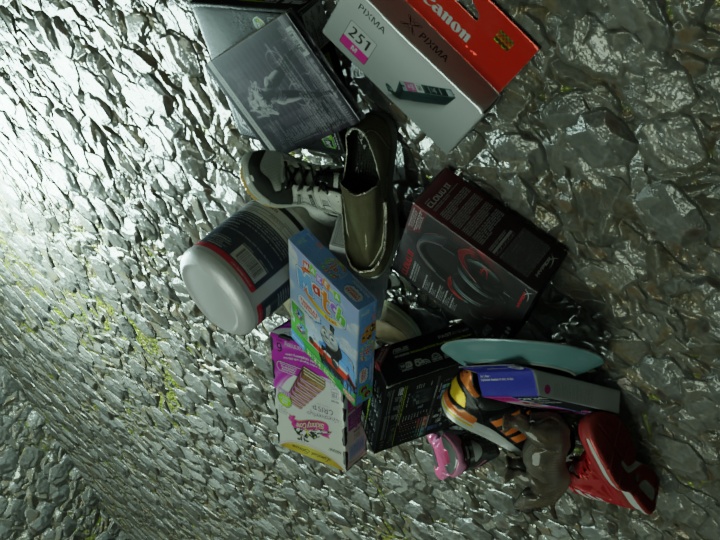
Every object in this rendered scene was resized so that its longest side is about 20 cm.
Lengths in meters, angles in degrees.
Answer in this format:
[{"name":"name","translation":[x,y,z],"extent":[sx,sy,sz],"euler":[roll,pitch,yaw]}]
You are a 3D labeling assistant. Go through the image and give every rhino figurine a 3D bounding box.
[{"name":"rhino figurine","translation":[0.230,0.260,1.300],"extent":[0.086,0.060,0.202],"euler":[1,124,12]}]

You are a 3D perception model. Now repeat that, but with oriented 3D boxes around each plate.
[{"name":"plate","translation":[0.196,0.113,1.217],"extent":[0.198,0.026,0.200],"euler":[5,167,1]}]

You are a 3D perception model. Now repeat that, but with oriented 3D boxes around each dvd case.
[{"name":"dvd case","translation":[-0.095,-0.218,1.200],"extent":[0.199,0.016,0.149],"euler":[-13,119,53]}]

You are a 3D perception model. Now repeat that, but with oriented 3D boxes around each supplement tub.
[{"name":"supplement tub","translation":[-0.137,-0.020,1.382],"extent":[0.140,0.200,0.141],"euler":[33,147,25]}]

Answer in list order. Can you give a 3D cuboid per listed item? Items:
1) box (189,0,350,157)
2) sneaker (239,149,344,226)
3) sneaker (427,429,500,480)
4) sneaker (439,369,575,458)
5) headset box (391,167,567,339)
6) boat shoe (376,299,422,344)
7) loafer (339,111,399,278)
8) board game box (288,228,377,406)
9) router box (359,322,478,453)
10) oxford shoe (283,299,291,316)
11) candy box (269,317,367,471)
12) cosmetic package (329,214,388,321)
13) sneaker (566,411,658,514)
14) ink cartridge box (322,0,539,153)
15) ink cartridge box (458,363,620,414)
[{"name":"box","translation":[-0.103,-0.246,1.235],"extent":[0.192,0.048,0.201],"euler":[15,138,36]},{"name":"sneaker","translation":[-0.061,-0.114,1.256],"extent":[0.087,0.077,0.199],"euler":[-14,161,41]},{"name":"sneaker","translation":[0.158,0.270,1.513],"extent":[0.200,0.094,0.080],"euler":[144,111,-80]},{"name":"sneaker","translation":[0.210,0.188,1.331],"extent":[0.198,0.070,0.090],"euler":[23,128,-7]},{"name":"headset box","translation":[0.130,-0.017,1.204],"extent":[0.199,0.075,0.149],"euler":[37,149,12]},{"name":"boat shoe","translation":[0.002,0.077,1.474],"extent":[0.199,0.065,0.073],"euler":[23,143,32]},{"name":"loafer","translation":[0.001,-0.088,1.197],"extent":[0.074,0.069,0.203],"euler":[5,102,32]},{"name":"board game box","translation":[-0.038,0.064,1.314],"extent":[0.151,0.036,0.201],"euler":[44,149,32]},{"name":"router box","translation":[0.083,0.166,1.397],"extent":[0.201,0.148,0.063],"euler":[98,152,-53]},{"name":"oxford shoe","translation":[-0.082,0.106,1.566],"extent":[0.201,0.074,0.071],"euler":[54,164,18]},{"name":"candy box","translation":[-0.062,0.185,1.494],"extent":[0.135,0.061,0.202],"euler":[14,120,33]},{"name":"cosmetic package","translation":[0.000,0.000,1.349],"extent":[0.082,0.051,0.201],"euler":[15,154,3]},{"name":"sneaker","translation":[0.297,0.252,1.288],"extent":[0.115,0.079,0.200],"euler":[-6,134,40]},{"name":"ink cartridge box","translation":[0.068,-0.241,1.046],"extent":[0.200,0.044,0.174],"euler":[44,150,0]},{"name":"ink cartridge box","translation":[0.221,0.147,1.222],"extent":[0.199,0.038,0.094],"euler":[19,163,-36]}]
